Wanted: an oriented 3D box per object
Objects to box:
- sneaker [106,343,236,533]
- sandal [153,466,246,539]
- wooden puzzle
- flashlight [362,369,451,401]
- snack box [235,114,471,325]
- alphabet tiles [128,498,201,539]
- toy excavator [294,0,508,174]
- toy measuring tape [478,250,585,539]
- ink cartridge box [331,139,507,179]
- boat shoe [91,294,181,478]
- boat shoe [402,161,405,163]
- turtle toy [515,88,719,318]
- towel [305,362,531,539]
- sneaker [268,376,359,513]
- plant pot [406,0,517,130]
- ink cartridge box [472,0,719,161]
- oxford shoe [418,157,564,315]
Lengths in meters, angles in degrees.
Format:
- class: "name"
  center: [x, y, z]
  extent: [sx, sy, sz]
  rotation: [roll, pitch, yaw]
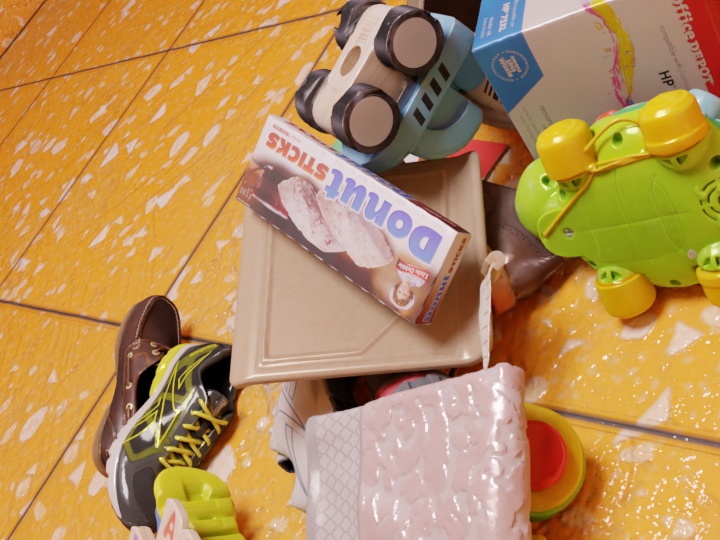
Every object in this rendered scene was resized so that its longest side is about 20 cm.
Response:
- class: "sneaker"
  center: [-0.162, 0.141, 0.947]
  extent: [0.084, 0.074, 0.202]
  rotation: [-19, 41, 35]
- class: "sandal"
  center: [-0.113, 0.243, 0.795]
  extent: [0.200, 0.079, 0.088]
  rotation: [55, 131, 53]
- class: "wooden puzzle"
  center: [0.000, 0.000, 0.798]
  extent: [0.197, 0.037, 0.187]
  rotation: [-8, 54, 13]
- class: "flashlight"
  center: [0.031, 0.070, 0.813]
  extent: [0.201, 0.067, 0.069]
  rotation: [-114, 34, -60]
- class: "snack box"
  center: [-0.011, -0.041, 0.769]
  extent: [0.199, 0.024, 0.073]
  rotation: [35, 106, 34]
- class: "alphabet tiles"
  center: [-0.144, 0.276, 0.747]
  extent: [0.200, 0.014, 0.198]
  rotation: [41, 116, 57]
- class: "toy excavator"
  center: [0.077, -0.147, 0.828]
  extent: [0.196, 0.199, 0.100]
  rotation: [-60, 32, 2]
- class: "toy measuring tape"
  center: [0.108, 0.086, 0.675]
  extent: [0.073, 0.073, 0.203]
  rotation: [-16, 60, 39]
- class: "ink cartridge box"
  center: [0.023, -0.082, 1.000]
  extent: [0.162, 0.050, 0.199]
  rotation: [-54, 31, -11]
- class: "boat shoe"
  center: [-0.207, 0.108, 1.041]
  extent: [0.070, 0.070, 0.202]
  rotation: [-29, 44, 37]
- class: "boat shoe"
  center: [-0.005, -0.026, 0.877]
  extent: [0.072, 0.064, 0.201]
  rotation: [0, 38, 36]
- class: "turtle toy"
  center: [0.185, -0.052, 0.711]
  extent: [0.198, 0.147, 0.101]
  rotation: [-9, 26, 43]
- class: "towel"
  center: [0.030, 0.172, 0.650]
  extent: [0.190, 0.032, 0.203]
  rotation: [-20, 62, 45]
- class: "sneaker"
  center: [-0.043, 0.110, 0.849]
  extent: [0.087, 0.074, 0.201]
  rotation: [-44, 31, 15]
- class: "plant pot"
  center: [0.114, -0.234, 0.960]
  extent: [0.187, 0.187, 0.200]
  rotation: [-46, 19, 0]
- class: "ink cartridge box"
  center: [0.191, -0.160, 0.726]
  extent: [0.198, 0.116, 0.068]
  rotation: [-14, 43, 32]
- class: "oxford shoe"
  center: [0.102, -0.041, 0.859]
  extent: [0.072, 0.072, 0.201]
  rotation: [-26, 40, 0]
